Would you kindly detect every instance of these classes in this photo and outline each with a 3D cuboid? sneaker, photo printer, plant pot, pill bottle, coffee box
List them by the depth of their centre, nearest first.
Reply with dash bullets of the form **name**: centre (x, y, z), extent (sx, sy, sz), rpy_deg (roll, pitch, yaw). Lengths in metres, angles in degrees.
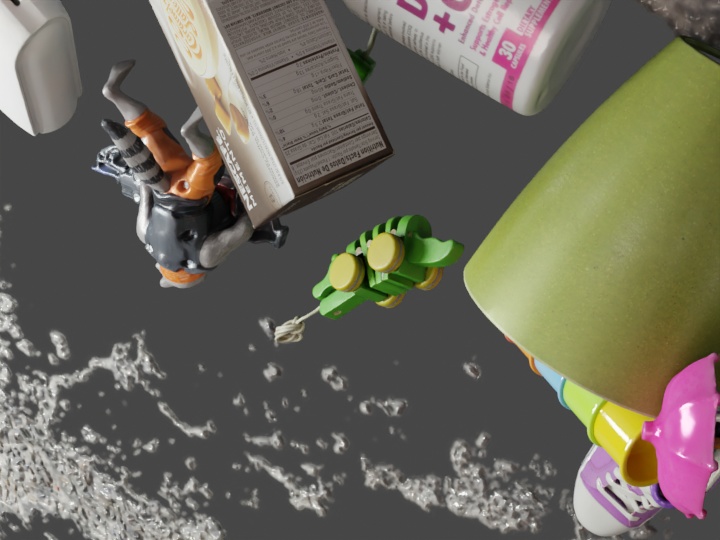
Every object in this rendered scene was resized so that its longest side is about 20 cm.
- **plant pot**: centre (0.193, -0.040, 0.831), extent (0.186, 0.187, 0.201), rpy_deg (32, 110, 13)
- **pill bottle**: centre (0.057, -0.198, 0.854), extent (0.199, 0.113, 0.114), rpy_deg (33, 125, 13)
- **coffee box**: centre (-0.068, -0.142, 0.874), extent (0.201, 0.079, 0.114), rpy_deg (65, 161, -1)
- **sneaker**: centre (0.206, 0.145, 0.934), extent (0.073, 0.114, 0.201), rpy_deg (39, 127, 6)
- **photo printer**: centre (-0.296, -0.206, 1.021), extent (0.166, 0.069, 0.200), rpy_deg (45, 164, 3)

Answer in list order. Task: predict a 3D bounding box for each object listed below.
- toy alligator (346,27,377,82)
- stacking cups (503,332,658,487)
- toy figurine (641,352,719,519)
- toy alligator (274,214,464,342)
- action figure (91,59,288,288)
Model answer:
- **toy alligator**: centre (-0.024, -0.123, 0.964), extent (0.059, 0.054, 0.200), rpy_deg (40, 126, 6)
- **stacking cups**: centre (0.149, 0.069, 0.908), extent (0.200, 0.060, 0.061), rpy_deg (47, 138, 49)
- **toy figurine**: centre (0.259, 0.105, 0.749), extent (0.200, 0.183, 0.151), rpy_deg (-28, 53, 48)
- **toy alligator**: centre (0.000, 0.000, 1.024), extent (0.199, 0.059, 0.055), rpy_deg (-27, 56, 37)
- **action figure**: centre (-0.167, -0.067, 1.046), extent (0.199, 0.105, 0.194), rpy_deg (16, 134, 28)
